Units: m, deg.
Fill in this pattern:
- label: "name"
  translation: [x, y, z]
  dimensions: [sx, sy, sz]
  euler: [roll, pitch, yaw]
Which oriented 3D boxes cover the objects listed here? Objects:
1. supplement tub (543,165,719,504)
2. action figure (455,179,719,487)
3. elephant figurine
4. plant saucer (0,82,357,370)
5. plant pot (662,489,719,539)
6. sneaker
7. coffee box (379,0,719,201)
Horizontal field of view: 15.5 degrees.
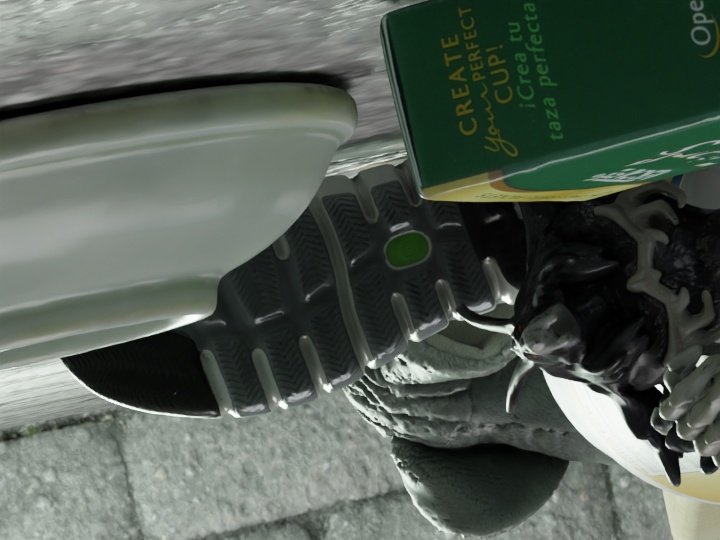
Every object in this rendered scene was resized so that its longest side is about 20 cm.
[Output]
- label: "supplement tub"
  translation: [0.147, 0.008, 0.930]
  dimensions: [0.144, 0.146, 0.200]
  euler: [-12, 177, -14]
- label: "action figure"
  translation: [0.100, -0.010, 0.742]
  dimensions: [0.199, 0.119, 0.102]
  euler: [-28, 171, 27]
- label: "elephant figurine"
  translation: [0.053, 0.039, 1.109]
  dimensions: [0.199, 0.142, 0.155]
  euler: [-16, -178, -2]
- label: "plant saucer"
  translation: [-0.094, -0.001, 0.690]
  dimensions: [0.199, 0.051, 0.200]
  euler: [-12, 177, -1]
- label: "plant pot"
  translation: [0.251, 0.035, 1.534]
  dimensions: [0.199, 0.201, 0.177]
  euler: [-13, 165, 9]
- label: "sneaker"
  translation: [0.000, 0.000, 0.879]
  dimensions: [0.199, 0.076, 0.115]
  euler: [-14, 179, 3]
- label: "coffee box"
  translation: [0.117, -0.057, 0.580]
  dimensions: [0.199, 0.044, 0.123]
  euler: [-14, 177, 20]
